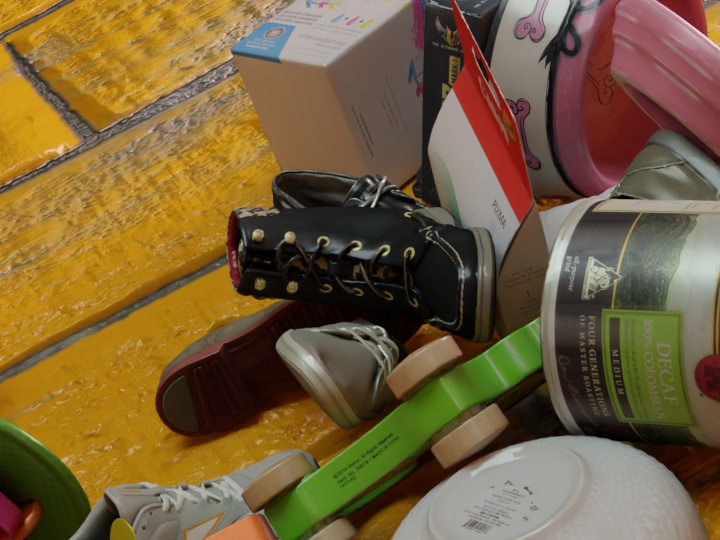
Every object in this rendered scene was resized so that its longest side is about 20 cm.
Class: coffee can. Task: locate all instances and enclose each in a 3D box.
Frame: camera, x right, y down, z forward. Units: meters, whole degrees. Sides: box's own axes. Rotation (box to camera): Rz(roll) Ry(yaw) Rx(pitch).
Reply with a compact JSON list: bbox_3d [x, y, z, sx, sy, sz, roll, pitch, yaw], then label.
[{"bbox_3d":[0.223,0.032,1.528,0.199,0.147,0.147,2,36,31],"label":"coffee can"}]

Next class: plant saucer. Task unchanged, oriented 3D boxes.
[{"bbox_3d":[0.235,-0.099,1.733,0.051,0.200,0.201,-48,29,3],"label":"plant saucer"}]

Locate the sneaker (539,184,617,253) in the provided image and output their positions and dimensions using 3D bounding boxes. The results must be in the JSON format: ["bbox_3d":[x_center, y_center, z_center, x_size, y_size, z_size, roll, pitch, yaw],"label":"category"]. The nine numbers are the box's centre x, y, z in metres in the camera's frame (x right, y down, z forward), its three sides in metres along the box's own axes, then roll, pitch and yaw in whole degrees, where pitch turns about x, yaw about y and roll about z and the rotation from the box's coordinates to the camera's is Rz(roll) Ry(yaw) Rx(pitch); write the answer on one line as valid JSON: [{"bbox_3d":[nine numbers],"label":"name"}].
[{"bbox_3d":[0.184,-0.007,1.724,0.115,0.074,0.200,-24,29,0],"label":"sneaker"}]

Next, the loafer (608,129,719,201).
[{"bbox_3d":[0.229,-0.008,1.656,0.069,0.075,0.200,-34,49,-14],"label":"loafer"}]

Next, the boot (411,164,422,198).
[{"bbox_3d":[0.075,-0.167,1.975,0.069,0.175,0.200,1,36,39],"label":"boot"}]

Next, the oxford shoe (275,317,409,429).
[{"bbox_3d":[-0.006,0.059,1.674,0.058,0.075,0.200,-37,-9,7],"label":"oxford shoe"}]

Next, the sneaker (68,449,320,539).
[{"bbox_3d":[-0.113,0.160,1.642,0.199,0.092,0.076,-33,30,-18],"label":"sneaker"}]

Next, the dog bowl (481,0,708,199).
[{"bbox_3d":[0.170,-0.140,1.846,0.073,0.201,0.200,18,47,36],"label":"dog bowl"}]

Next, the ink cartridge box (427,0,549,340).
[{"bbox_3d":[0.079,-0.059,1.727,0.050,0.201,0.161,-21,40,-2],"label":"ink cartridge box"}]

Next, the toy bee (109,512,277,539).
[{"bbox_3d":[-0.139,0.210,1.564,0.198,0.109,0.132,-4,59,-4],"label":"toy bee"}]

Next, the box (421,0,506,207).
[{"bbox_3d":[0.115,-0.150,1.893,0.051,0.159,0.200,19,36,27],"label":"box"}]

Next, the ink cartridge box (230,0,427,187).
[{"bbox_3d":[0.025,-0.167,2.067,0.200,0.126,0.128,-39,31,-26],"label":"ink cartridge box"}]

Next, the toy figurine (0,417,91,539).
[{"bbox_3d":[-0.289,0.207,1.683,0.200,0.150,0.185,-26,28,47],"label":"toy figurine"}]

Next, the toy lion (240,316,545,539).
[{"bbox_3d":[0.046,0.093,1.617,0.200,0.069,0.191,-39,-9,24],"label":"toy lion"}]

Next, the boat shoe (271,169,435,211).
[{"bbox_3d":[0.006,-0.032,1.903,0.199,0.071,0.072,7,39,40],"label":"boat shoe"}]

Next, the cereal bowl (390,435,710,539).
[{"bbox_3d":[0.096,0.158,1.496,0.199,0.084,0.201,-18,28,10],"label":"cereal bowl"}]

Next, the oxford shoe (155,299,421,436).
[{"bbox_3d":[-0.051,0.044,1.822,0.199,0.071,0.075,-20,21,2],"label":"oxford shoe"}]

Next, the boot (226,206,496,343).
[{"bbox_3d":[0.000,0.001,1.690,0.152,0.074,0.204,1,12,-12],"label":"boot"}]
